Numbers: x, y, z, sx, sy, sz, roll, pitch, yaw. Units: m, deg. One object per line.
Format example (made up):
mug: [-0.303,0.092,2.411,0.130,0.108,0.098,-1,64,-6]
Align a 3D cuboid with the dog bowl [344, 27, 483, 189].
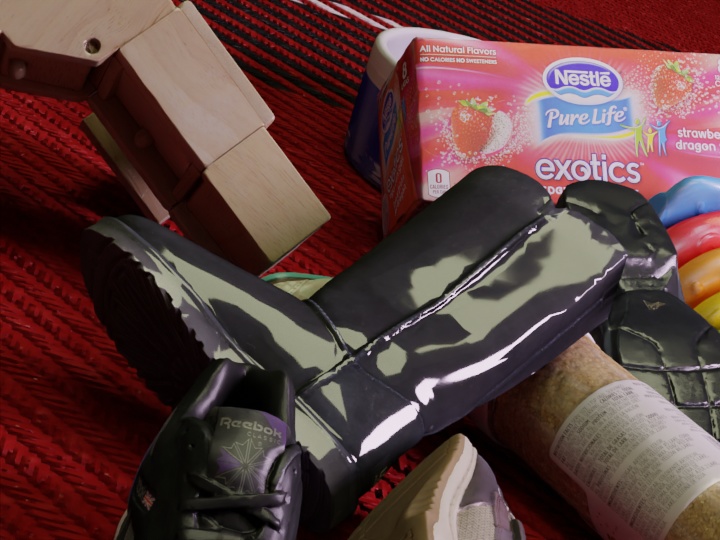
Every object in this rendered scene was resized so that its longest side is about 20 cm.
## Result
dog bowl: [0.092,-0.089,1.203,0.198,0.079,0.200,18,20,-7]

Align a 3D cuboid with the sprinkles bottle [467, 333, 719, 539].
sprinkles bottle: [0.123,0.089,0.792,0.068,0.069,0.200,3,26,-37]

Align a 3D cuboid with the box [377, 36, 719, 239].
box: [0.114,-0.068,1.044,0.198,0.101,0.096,2,-17,-13]

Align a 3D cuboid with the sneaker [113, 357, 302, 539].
sneaker: [-0.055,0.092,0.592,0.075,0.088,0.200,16,21,-9]

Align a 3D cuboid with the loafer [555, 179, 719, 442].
loafer: [0.140,0.047,0.915,0.072,0.073,0.201,5,45,-17]

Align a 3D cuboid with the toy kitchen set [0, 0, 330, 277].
toy kitchen set: [-0.155,-0.042,0.900,0.201,0.180,0.163,53,-19,-1]

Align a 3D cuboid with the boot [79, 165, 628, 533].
boot: [0.001,0.001,0.783,0.199,0.066,0.165,-35,74,-34]

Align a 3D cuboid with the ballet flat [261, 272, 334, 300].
ballet flat: [0.025,0.038,0.869,0.198,0.068,0.063,-2,55,-37]

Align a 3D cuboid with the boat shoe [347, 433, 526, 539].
boat shoe: [0.031,0.115,0.652,0.065,0.072,0.200,43,8,-3]

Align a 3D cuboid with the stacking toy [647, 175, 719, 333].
stacking toy: [0.207,0.054,0.946,0.109,0.117,0.201,14,34,-23]
